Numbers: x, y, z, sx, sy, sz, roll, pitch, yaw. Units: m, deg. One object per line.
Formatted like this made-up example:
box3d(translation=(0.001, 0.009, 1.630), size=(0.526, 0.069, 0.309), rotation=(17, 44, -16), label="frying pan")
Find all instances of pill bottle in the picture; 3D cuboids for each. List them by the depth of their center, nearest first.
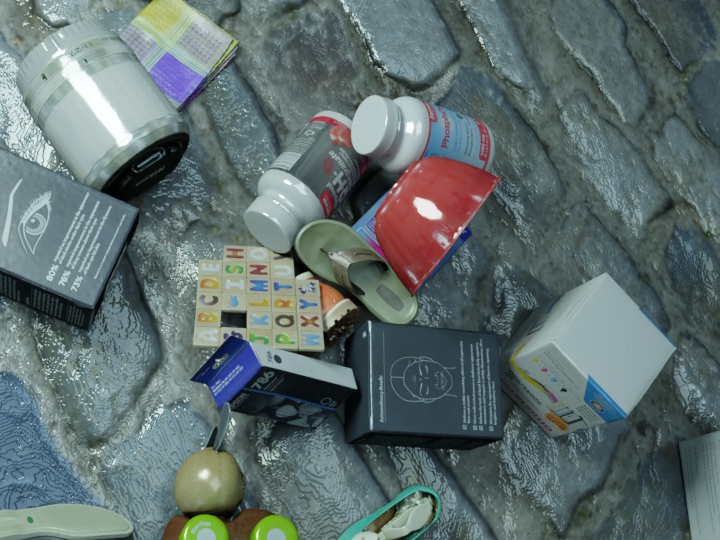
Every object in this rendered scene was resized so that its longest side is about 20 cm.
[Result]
box3d(translation=(-0.077, -0.123, 1.314), size=(0.110, 0.111, 0.201), rotation=(39, 63, -4), label="pill bottle")
box3d(translation=(0.089, -0.183, 1.316), size=(0.198, 0.108, 0.110), rotation=(10, 67, -37), label="pill bottle")

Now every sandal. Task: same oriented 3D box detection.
box3d(translation=(0.001, 0.000, 1.255), size=(0.200, 0.057, 0.080), rotation=(37, 85, -4), label="sandal")

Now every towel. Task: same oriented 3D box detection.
box3d(translation=(-0.286, -0.312, 1.350), size=(0.143, 0.023, 0.201), rotation=(39, 62, -5), label="towel")

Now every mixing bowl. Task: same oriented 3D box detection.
box3d(translation=(0.087, -0.076, 1.234), size=(0.108, 0.200, 0.201), rotation=(36, 62, 2), label="mixing bowl")

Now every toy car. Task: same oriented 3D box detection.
box3d(translation=(-0.163, 0.272, 1.121), size=(0.156, 0.165, 0.202), rotation=(6, 58, -19), label="toy car")

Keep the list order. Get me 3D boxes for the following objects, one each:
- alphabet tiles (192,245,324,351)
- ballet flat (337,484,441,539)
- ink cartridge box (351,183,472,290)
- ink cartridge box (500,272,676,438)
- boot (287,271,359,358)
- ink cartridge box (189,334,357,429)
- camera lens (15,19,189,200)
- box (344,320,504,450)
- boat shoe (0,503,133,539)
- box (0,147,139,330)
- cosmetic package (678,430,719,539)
box3d(translation=(-0.135, 0.033, 1.229), size=(0.165, 0.008, 0.201), rotation=(2, 40, -9), label="alphabet tiles")
box3d(translation=(0.030, 0.346, 1.210), size=(0.199, 0.070, 0.068), rotation=(-34, 86, -27), label="ballet flat")
box3d(translation=(0.070, -0.050, 1.366), size=(0.136, 0.076, 0.200), rotation=(45, 61, -1), label="ink cartridge box")
box3d(translation=(0.310, 0.127, 1.323), size=(0.147, 0.200, 0.145), rotation=(45, 64, -1), label="ink cartridge box")
box3d(translation=(-0.107, 0.087, 1.259), size=(0.200, 0.075, 0.107), rotation=(-40, 68, -22), label="boot")
box3d(translation=(-0.108, 0.146, 1.174), size=(0.198, 0.099, 0.040), rotation=(20, 38, -37), label="ink cartridge box")
box3d(translation=(-0.334, -0.203, 1.215), size=(0.159, 0.160, 0.201), rotation=(-36, 86, -28), label="camera lens")
box3d(translation=(0.085, 0.162, 1.276), size=(0.197, 0.107, 0.151), rotation=(7, 69, -19), label="box")
box3d(translation=(-0.367, 0.318, 1.080), size=(0.197, 0.072, 0.069), rotation=(2, 107, -27), label="boat shoe")
box3d(translation=(-0.401, -0.039, 1.162), size=(0.198, 0.104, 0.150), rotation=(25, 65, -11), label="box")
box3d(translation=(0.608, 0.322, 1.368), size=(0.164, 0.200, 0.170), rotation=(6, 70, -19), label="cosmetic package")
